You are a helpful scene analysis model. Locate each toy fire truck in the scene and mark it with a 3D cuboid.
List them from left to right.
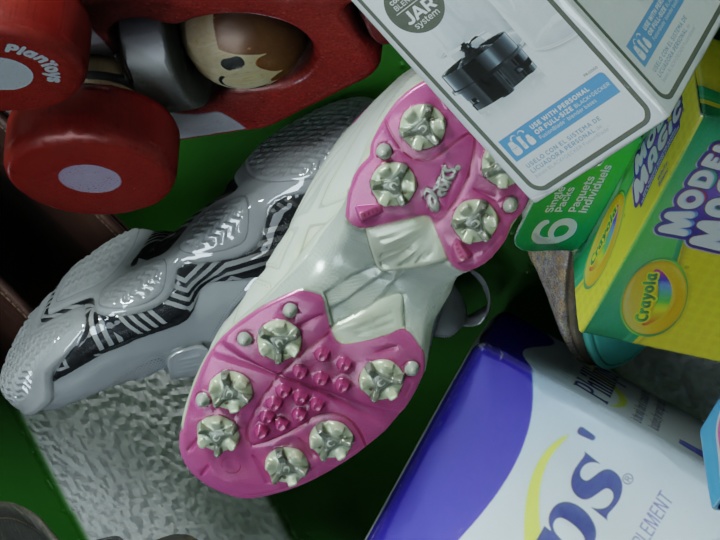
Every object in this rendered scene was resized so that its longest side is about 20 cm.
[{"bbox_3d":[-0.066,-0.107,1.018,0.167,0.113,0.200,-6,153,19],"label":"toy fire truck"}]

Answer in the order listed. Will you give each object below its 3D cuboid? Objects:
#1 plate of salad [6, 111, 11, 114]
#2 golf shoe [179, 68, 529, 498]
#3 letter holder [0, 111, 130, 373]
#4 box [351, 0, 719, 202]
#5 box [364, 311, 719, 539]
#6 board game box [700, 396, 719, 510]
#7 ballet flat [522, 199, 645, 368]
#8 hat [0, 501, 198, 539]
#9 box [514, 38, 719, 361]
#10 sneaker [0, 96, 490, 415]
[{"bbox_3d":[-0.220,-0.129,1.159,0.199,0.048,0.200,18,142,15],"label":"plate of salad"},{"bbox_3d":[0.000,0.000,1.048,0.075,0.092,0.200,33,110,-14],"label":"golf shoe"},{"bbox_3d":[-0.207,-0.017,1.159,0.200,0.101,0.142,42,144,-23],"label":"letter holder"},{"bbox_3d":[0.027,-0.134,0.847,0.200,0.117,0.060,47,132,-11],"label":"box"},{"bbox_3d":[0.095,0.147,1.112,0.200,0.105,0.184,29,100,5],"label":"box"},{"bbox_3d":[0.228,0.021,0.969,0.152,0.040,0.200,11,134,-14],"label":"board game box"},{"bbox_3d":[0.090,-0.048,1.045,0.067,0.068,0.200,44,150,34],"label":"ballet flat"},{"bbox_3d":[-0.087,0.159,1.150,0.200,0.081,0.201,40,150,29],"label":"hat"},{"bbox_3d":[0.164,-0.016,0.989,0.199,0.048,0.118,13,134,-12],"label":"box"},{"bbox_3d":[-0.045,0.025,1.130,0.200,0.075,0.115,-34,111,11],"label":"sneaker"}]
